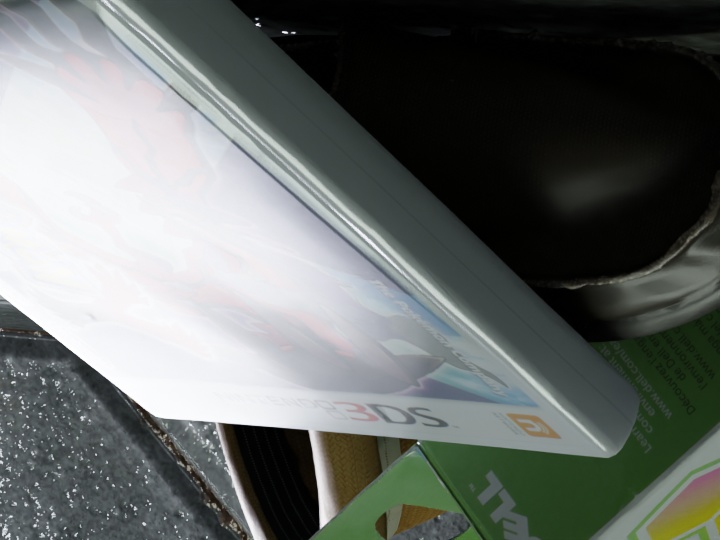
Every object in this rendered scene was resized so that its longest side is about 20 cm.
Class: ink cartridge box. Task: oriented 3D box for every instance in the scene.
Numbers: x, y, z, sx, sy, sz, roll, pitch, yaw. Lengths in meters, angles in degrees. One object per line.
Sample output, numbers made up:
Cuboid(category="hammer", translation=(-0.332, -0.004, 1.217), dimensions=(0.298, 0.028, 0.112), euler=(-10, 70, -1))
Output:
Cuboid(category="ink cartridge box", translation=(0.085, 0.043, 0.735), dimensions=(0.200, 0.059, 0.104), euler=(-44, 155, 16))

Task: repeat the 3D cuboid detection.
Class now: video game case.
Cuboid(category="video game case", translation=(-0.053, -0.014, 0.656), dimensions=(0.181, 0.023, 0.200), euler=(1, 148, 46))

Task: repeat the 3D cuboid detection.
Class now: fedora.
Cuboid(category="fedora", translation=(0.001, 0.031, 0.869), dimensions=(0.081, 0.202, 0.201), euler=(-13, 180, -14))

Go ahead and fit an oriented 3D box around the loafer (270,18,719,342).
Cuboid(category="loafer", translation=(0.017, -0.026, 0.662), dimensions=(0.199, 0.074, 0.071), euler=(0, 163, 35))
